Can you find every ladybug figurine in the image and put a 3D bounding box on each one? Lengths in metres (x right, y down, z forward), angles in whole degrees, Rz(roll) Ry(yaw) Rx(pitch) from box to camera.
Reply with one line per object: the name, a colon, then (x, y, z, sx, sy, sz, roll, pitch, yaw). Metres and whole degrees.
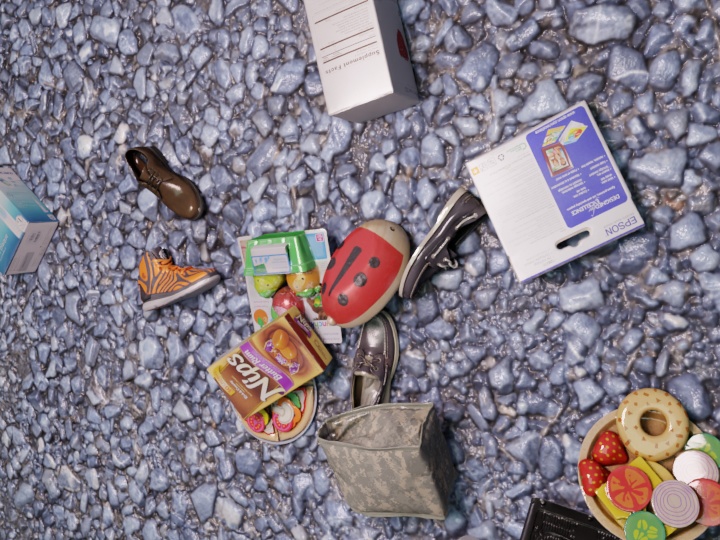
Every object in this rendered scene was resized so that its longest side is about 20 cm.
ladybug figurine: (0.000, 0.000, 1.141, 0.135, 0.072, 0.202, 24, 79, 37)

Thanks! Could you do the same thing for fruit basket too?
fruit basket: (-0.129, 0.034, 1.232, 0.182, 0.093, 0.204, -3, 96, 26)

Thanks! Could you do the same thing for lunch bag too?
lunch bag: (0.039, 0.307, 1.132, 0.197, 0.118, 0.166, -7, 120, 25)

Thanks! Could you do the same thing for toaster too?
toaster: (0.309, 0.456, 1.002, 0.178, 0.120, 0.202, 12, 55, 24)

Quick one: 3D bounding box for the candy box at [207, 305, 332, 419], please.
candy box: (-0.161, 0.164, 1.226, 0.199, 0.056, 0.117, -34, 96, 26)

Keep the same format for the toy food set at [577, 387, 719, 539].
toy food set: (0.406, 0.283, 0.977, 0.199, 0.049, 0.199, -38, 61, 0)

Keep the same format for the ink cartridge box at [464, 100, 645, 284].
ink cartridge box: (0.283, -0.113, 1.036, 0.195, 0.047, 0.203, -26, 84, 17)

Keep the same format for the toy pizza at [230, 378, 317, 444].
toy pizza: (-0.171, 0.225, 1.300, 0.197, 0.032, 0.204, 2, 95, 26)

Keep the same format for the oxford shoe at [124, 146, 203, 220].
oxford shoe: (-0.383, -0.164, 1.344, 0.199, 0.084, 0.073, 40, 108, 16)

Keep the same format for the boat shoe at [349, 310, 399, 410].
boat shoe: (0.018, 0.169, 1.185, 0.071, 0.065, 0.204, 11, 99, 24)

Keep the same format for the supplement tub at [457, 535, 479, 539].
supplement tub: (0.131, 0.533, 1.116, 0.145, 0.144, 0.200, 48, 112, 14)

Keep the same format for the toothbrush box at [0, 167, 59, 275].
toothbrush box: (-0.778, -0.111, 1.539, 0.200, 0.085, 0.147, 43, 110, 18)

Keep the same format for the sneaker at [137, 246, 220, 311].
sneaker: (-0.363, 0.002, 1.350, 0.197, 0.077, 0.114, -18, 87, 26)

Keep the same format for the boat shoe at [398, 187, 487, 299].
boat shoe: (0.130, -0.031, 1.111, 0.062, 0.072, 0.202, 35, 103, 16)

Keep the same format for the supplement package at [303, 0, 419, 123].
supplement package: (0.003, -0.355, 1.118, 0.118, 0.121, 0.204, -13, 89, 25)
